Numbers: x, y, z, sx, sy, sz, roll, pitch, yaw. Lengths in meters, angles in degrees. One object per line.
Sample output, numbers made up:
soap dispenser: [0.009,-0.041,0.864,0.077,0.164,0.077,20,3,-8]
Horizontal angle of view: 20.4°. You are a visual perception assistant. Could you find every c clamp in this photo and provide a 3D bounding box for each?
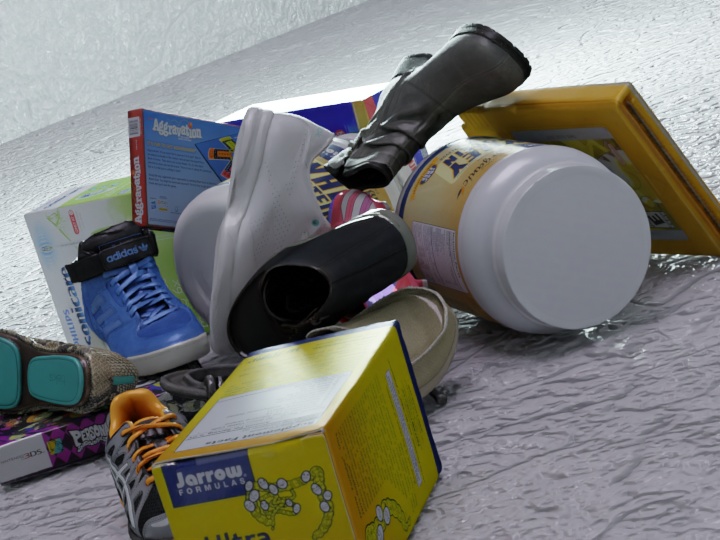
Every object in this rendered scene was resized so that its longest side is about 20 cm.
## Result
c clamp: [-0.049,0.080,1.494,0.200,0.027,0.171,-4,9,-8]

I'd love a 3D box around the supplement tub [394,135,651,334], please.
supplement tub: [0.124,-0.028,1.546,0.144,0.145,0.200,-21,14,-18]

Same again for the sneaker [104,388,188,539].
sneaker: [-0.134,0.135,1.345,0.078,0.077,0.200,-19,15,-18]

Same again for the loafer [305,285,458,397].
loafer: [0.002,0.065,1.402,0.076,0.068,0.200,22,44,28]

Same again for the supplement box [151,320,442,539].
supplement box: [-0.032,0.120,1.206,0.109,0.110,0.200,-13,13,17]

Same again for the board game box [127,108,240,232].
board game box: [-0.136,-0.082,1.785,0.019,0.103,0.200,-6,-6,33]

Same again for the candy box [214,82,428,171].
candy box: [-0.028,-0.083,1.903,0.200,0.169,0.077,-6,19,39]

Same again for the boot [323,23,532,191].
boot: [0.052,-0.119,1.603,0.131,0.068,0.200,-54,16,-20]

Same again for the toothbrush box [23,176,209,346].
toothbrush box: [-0.196,-0.013,1.882,0.200,0.146,0.086,-8,16,30]

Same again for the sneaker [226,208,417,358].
sneaker: [-0.058,0.021,1.470,0.106,0.075,0.200,-27,-7,-47]

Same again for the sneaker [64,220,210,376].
sneaker: [-0.189,0.018,1.656,0.077,0.111,0.200,-18,13,-18]

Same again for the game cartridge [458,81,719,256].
game cartridge: [0.188,-0.078,1.626,0.200,0.176,0.032,0,48,52]

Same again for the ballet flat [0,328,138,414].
ballet flat: [-0.251,0.083,1.599,0.200,0.068,0.075,4,2,43]

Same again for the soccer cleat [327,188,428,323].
soccer cleat: [0.000,0.000,1.573,0.076,0.067,0.200,-13,39,-14]

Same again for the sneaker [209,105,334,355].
sneaker: [-0.069,-0.026,1.591,0.088,0.200,0.075,12,2,-8]

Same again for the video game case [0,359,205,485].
video game case: [-0.218,0.109,1.642,0.181,0.036,0.200,-18,13,-8]

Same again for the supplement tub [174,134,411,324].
supplement tub: [-0.050,-0.032,1.744,0.144,0.145,0.200,-6,17,39]
